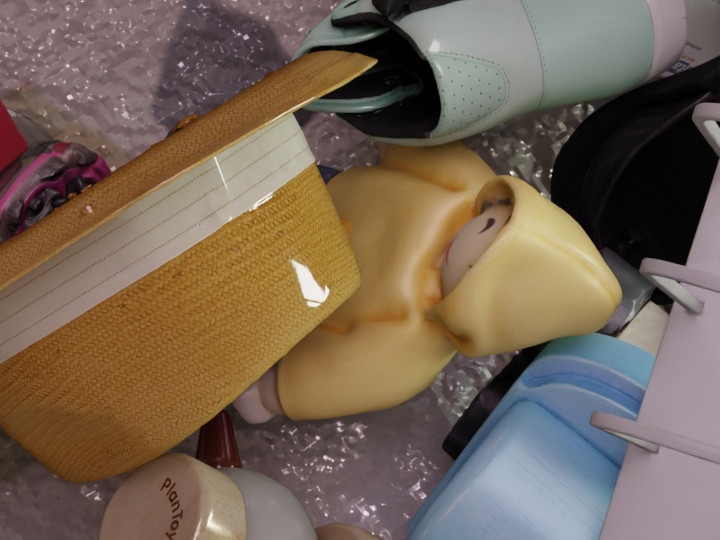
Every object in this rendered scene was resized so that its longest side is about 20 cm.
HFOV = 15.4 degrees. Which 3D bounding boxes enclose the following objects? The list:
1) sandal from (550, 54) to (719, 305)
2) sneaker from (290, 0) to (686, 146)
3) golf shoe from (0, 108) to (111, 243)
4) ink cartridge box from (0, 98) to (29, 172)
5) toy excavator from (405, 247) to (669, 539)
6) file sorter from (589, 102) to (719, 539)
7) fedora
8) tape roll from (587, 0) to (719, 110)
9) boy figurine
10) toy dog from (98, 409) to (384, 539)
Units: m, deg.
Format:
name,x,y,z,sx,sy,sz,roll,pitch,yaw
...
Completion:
name,x,y,z,sx,sy,sz,roll,pitch,yaw
sandal,0.112,-0.031,0.913,0.075,0.200,0.048,45,61,-2
sneaker,0.008,-0.104,0.942,0.118,0.074,0.200,-20,31,-27
golf shoe,-0.175,0.026,0.946,0.092,0.073,0.200,25,67,29
ink cartridge box,-0.239,-0.031,0.912,0.200,0.083,0.146,-43,46,-17
toy excavator,0.040,0.115,0.904,0.100,0.195,0.200,41,45,7
file sorter,0.136,0.067,0.780,0.139,0.125,0.200,17,88,17
fedora,-0.065,0.009,0.838,0.200,0.201,0.082,-33,93,-14
tape roll,0.118,-0.126,0.944,0.066,0.200,0.200,-36,78,-20
boy figurine,0.000,0.000,0.908,0.064,0.200,0.124,44,69,-36
toy dog,-0.083,0.118,0.882,0.200,0.132,0.096,-27,42,7
